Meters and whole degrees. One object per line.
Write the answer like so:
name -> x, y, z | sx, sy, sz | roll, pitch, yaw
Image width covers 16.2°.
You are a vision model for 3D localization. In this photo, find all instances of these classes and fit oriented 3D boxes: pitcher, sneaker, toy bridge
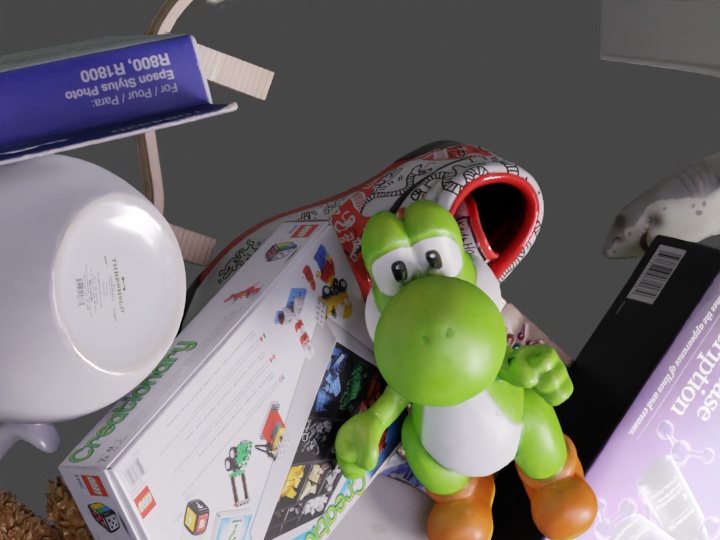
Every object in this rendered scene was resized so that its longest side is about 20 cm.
pitcher -> -0.172, 0.034, 1.169 | 0.121, 0.199, 0.173 | -17, 101, -46
sneaker -> 0.000, -0.001, 1.296 | 0.201, 0.108, 0.067 | -31, 109, -14
toy bridge -> -0.078, -0.106, 1.291 | 0.067, 0.027, 0.201 | 18, 91, -22

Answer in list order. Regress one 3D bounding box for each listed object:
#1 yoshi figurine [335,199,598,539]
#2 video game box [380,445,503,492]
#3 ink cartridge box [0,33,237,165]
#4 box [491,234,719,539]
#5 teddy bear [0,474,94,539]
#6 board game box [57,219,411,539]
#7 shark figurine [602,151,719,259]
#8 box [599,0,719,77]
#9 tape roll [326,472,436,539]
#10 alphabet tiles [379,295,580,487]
yoshi figurine -> 0.047, 0.062, 1.204 | 0.112, 0.112, 0.200 | -42, 132, -23
video game box -> 0.000, 0.174, 1.359 | 0.199, 0.047, 0.183 | -20, 107, -18
ink cartridge box -> -0.178, -0.074, 1.162 | 0.195, 0.200, 0.044 | -14, 98, -20
box -> 0.170, 0.105, 1.348 | 0.141, 0.079, 0.200 | 39, 80, -27
teddy bear -> -0.158, 0.169, 1.262 | 0.200, 0.067, 0.145 | 42, 88, -4
board game box -> -0.052, 0.083, 1.201 | 0.200, 0.034, 0.127 | -49, 126, -42
shark figurine -> 0.253, -0.046, 1.411 | 0.213, 0.090, 0.128 | 13, 128, -15
box -> 0.254, -0.168, 1.321 | 0.198, 0.200, 0.131 | -2, 99, -22
tape roll -> -0.005, 0.191, 1.246 | 0.202, 0.037, 0.204 | 15, 52, -21
alphabet tiles -> 0.074, 0.122, 1.355 | 0.200, 0.008, 0.167 | 41, 81, -23
